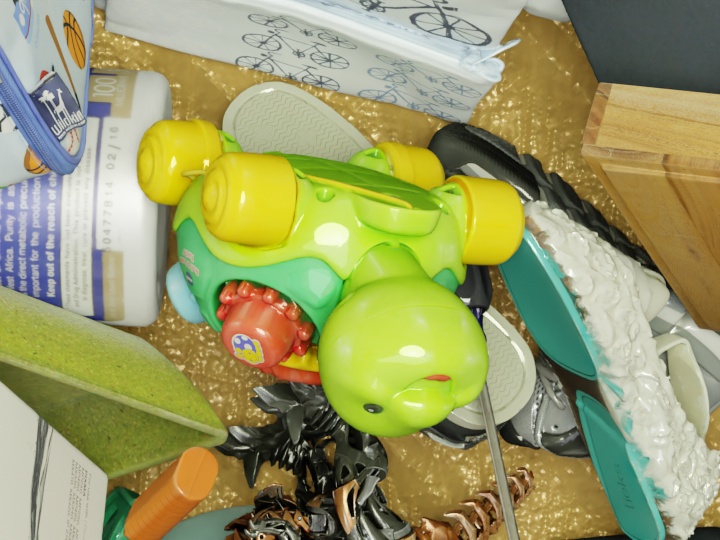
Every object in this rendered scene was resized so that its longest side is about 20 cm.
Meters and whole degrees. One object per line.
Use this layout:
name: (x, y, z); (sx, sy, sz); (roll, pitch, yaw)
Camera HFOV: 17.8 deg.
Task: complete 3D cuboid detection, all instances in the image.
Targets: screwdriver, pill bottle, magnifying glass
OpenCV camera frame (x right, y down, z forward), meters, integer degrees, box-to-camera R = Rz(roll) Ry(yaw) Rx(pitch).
screwdriver: (0.052, 0.057, 1.026); (0.029, 0.028, 0.200); (-15, 70, 24)
pill bottle: (-0.189, -0.037, 1.055); (0.200, 0.120, 0.120); (3, 106, -2)
magnifying glass: (-0.109, 0.124, 1.080); (0.022, 0.200, 0.080); (28, 60, -12)

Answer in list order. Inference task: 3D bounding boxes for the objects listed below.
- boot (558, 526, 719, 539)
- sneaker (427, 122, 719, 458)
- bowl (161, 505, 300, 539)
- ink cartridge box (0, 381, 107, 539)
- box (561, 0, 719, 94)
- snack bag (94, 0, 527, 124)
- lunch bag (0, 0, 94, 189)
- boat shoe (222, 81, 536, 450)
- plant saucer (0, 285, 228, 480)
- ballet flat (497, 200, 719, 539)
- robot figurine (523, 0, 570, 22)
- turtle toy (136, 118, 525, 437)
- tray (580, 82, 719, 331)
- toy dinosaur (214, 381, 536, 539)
boot: (0.175, 0.137, 1.132); (0.168, 0.076, 0.200); (-4, 114, -3)
sneaker: (0.088, 0.027, 1.104); (0.200, 0.075, 0.116); (37, 105, -12)
bowl: (-0.050, 0.229, 1.144); (0.201, 0.105, 0.201); (0, 106, 0)
ink cartridge box: (-0.211, 0.099, 0.993); (0.145, 0.200, 0.084); (-3, 67, 13)
box: (0.173, -0.184, 0.968); (0.197, 0.124, 0.200); (-36, 108, -31)
snack bag: (-0.024, -0.115, 1.004); (0.188, 0.200, 0.021); (16, 78, -5)
lunch bag: (-0.168, -0.134, 0.951); (0.075, 0.200, 0.160); (-16, 135, 8)
boat shoe: (0.000, 0.000, 1.087); (0.072, 0.068, 0.200); (-36, 82, -18)
plant saucer: (-0.194, 0.051, 1.047); (0.200, 0.048, 0.200); (24, 149, -40)
ballet flat: (0.118, 0.037, 1.052); (0.072, 0.072, 0.200); (-22, 121, 5)
robot figurine: (0.014, -0.173, 1.022); (0.200, 0.113, 0.170); (15, 134, -6)
turtle toy: (-0.010, 0.003, 0.963); (0.146, 0.200, 0.101); (5, 102, -27)
tray: (0.170, -0.016, 0.973); (0.099, 0.200, 0.037); (9, 73, 26)
toy dinosaur: (-0.013, 0.126, 1.099); (0.102, 0.200, 0.136); (-34, 69, 41)
